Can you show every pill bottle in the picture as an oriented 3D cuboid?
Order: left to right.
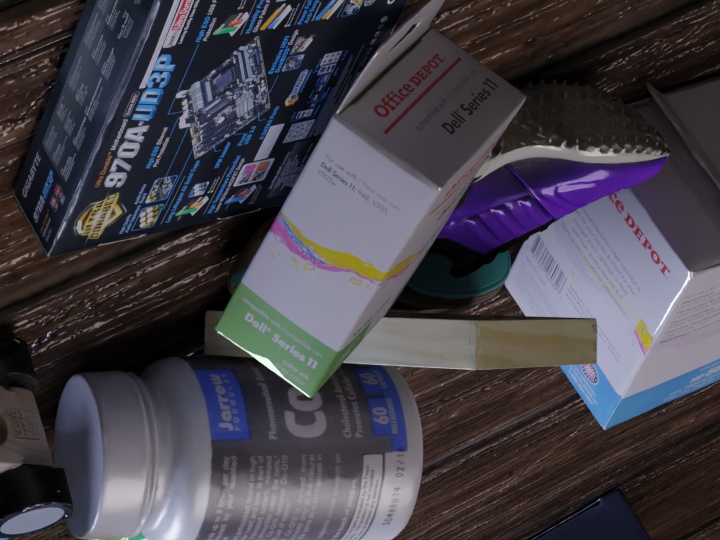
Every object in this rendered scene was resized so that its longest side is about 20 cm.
[{"bbox_3d":[-0.074,0.108,1.308,0.198,0.114,0.114,1,142,-26],"label":"pill bottle"}]

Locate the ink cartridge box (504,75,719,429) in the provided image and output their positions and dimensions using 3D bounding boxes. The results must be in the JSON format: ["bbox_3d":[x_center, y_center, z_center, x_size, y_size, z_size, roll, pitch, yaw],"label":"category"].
[{"bbox_3d":[0.199,-0.020,1.414,0.125,0.129,0.201,-19,152,-28],"label":"ink cartridge box"}]

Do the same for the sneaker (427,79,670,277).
[{"bbox_3d":[0.082,-0.047,1.282,0.199,0.070,0.100,-8,133,-27],"label":"sneaker"}]

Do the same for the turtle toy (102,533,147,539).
[{"bbox_3d":[-0.114,0.175,1.431,0.200,0.101,0.146,-40,154,14],"label":"turtle toy"}]

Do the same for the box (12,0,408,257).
[{"bbox_3d":[-0.066,-0.097,1.063,0.158,0.046,0.200,-15,150,-35],"label":"box"}]

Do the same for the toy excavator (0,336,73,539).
[{"bbox_3d":[-0.245,0.123,1.222,0.199,0.101,0.194,-29,159,27],"label":"toy excavator"}]

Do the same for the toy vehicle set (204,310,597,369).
[{"bbox_3d":[0.022,0.039,1.286,0.199,0.027,0.124,1,180,39],"label":"toy vehicle set"}]

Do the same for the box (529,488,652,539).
[{"bbox_3d":[0.186,0.325,2.035,0.196,0.118,0.200,-30,154,-6],"label":"box"}]

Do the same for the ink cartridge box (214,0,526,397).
[{"bbox_3d":[0.013,-0.043,1.129,0.117,0.067,0.201,-47,171,-51],"label":"ink cartridge box"}]

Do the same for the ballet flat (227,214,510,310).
[{"bbox_3d":[0.000,0.000,1.307,0.199,0.068,0.072,-5,163,-45],"label":"ballet flat"}]
